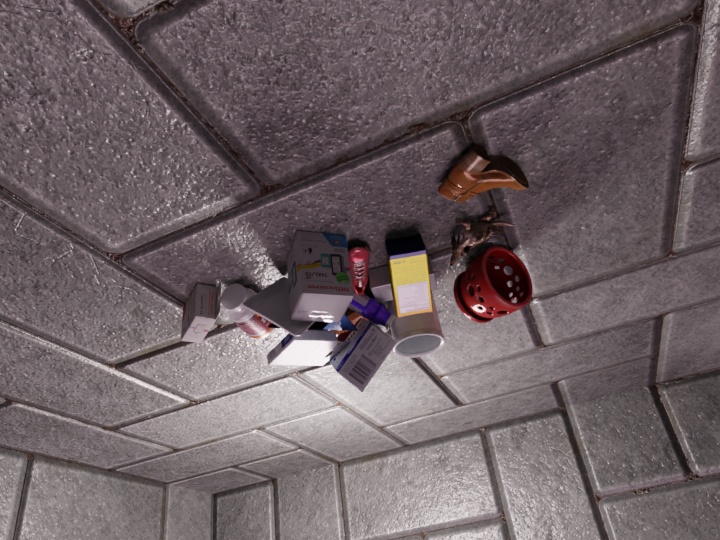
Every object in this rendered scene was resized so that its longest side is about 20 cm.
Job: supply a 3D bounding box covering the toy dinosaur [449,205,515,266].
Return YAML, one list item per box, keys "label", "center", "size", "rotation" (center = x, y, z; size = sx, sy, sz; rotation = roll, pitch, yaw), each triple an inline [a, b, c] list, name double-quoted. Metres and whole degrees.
- label: "toy dinosaur"
  center: [0.328, -0.103, 1.556]
  size: [0.198, 0.087, 0.136]
  rotation: [-23, 159, -8]

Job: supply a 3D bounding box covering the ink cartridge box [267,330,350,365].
- label: "ink cartridge box"
  center: [-0.164, 0.242, 1.720]
  size: [0.198, 0.044, 0.196]
  rotation: [6, 147, -33]

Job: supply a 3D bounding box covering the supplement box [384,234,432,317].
- label: "supplement box"
  center: [0.138, 0.016, 1.582]
  size: [0.107, 0.110, 0.203]
  rotation: [-9, 116, 1]

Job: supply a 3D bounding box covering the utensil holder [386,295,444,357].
- label: "utensil holder"
  center: [0.175, 0.156, 1.800]
  size: [0.167, 0.202, 0.171]
  rotation: [-5, 148, -3]

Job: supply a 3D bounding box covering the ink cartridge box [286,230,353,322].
- label: "ink cartridge box"
  center: [-0.115, 0.020, 1.520]
  size: [0.145, 0.202, 0.147]
  rotation: [4, 146, -20]

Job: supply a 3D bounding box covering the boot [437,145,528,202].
- label: "boot"
  center: [0.305, -0.217, 1.378]
  size: [0.198, 0.074, 0.155]
  rotation: [22, 137, -21]

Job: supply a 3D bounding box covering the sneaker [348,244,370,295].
- label: "sneaker"
  center: [0.000, 0.000, 1.624]
  size: [0.073, 0.088, 0.201]
  rotation: [-8, 147, -3]

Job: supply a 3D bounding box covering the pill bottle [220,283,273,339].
- label: "pill bottle"
  center: [-0.348, 0.125, 1.710]
  size: [0.111, 0.114, 0.200]
  rotation: [-15, 148, 11]

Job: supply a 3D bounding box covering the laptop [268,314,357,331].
- label: "laptop"
  center: [-0.139, 0.174, 1.662]
  size: [0.185, 0.200, 0.118]
  rotation: [-1, 112, 27]

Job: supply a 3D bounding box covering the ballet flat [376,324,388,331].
- label: "ballet flat"
  center: [0.072, 0.181, 1.877]
  size: [0.067, 0.069, 0.200]
  rotation: [18, 175, 18]

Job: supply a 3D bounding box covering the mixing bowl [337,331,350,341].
- label: "mixing bowl"
  center: [-0.024, 0.271, 1.967]
  size: [0.199, 0.202, 0.108]
  rotation: [-30, 122, 31]

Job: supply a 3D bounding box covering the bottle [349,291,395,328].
- label: "bottle"
  center: [0.013, 0.109, 1.720]
  size: [0.198, 0.066, 0.084]
  rotation: [31, 171, 7]

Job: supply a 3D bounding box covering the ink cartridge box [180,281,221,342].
- label: "ink cartridge box"
  center: [-0.483, 0.121, 1.669]
  size: [0.067, 0.118, 0.200]
  rotation: [13, 141, -29]

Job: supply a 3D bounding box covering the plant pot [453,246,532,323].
- label: "plant pot"
  center: [0.396, 0.052, 1.702]
  size: [0.198, 0.203, 0.182]
  rotation: [12, 149, -29]

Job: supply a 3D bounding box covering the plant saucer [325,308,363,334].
- label: "plant saucer"
  center: [-0.031, 0.155, 1.851]
  size: [0.198, 0.038, 0.201]
  rotation: [-25, 162, -8]

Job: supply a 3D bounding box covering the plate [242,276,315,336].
- label: "plate"
  center: [-0.202, 0.106, 1.578]
  size: [0.198, 0.200, 0.033]
  rotation: [25, 124, 20]

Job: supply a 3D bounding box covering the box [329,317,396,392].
- label: "box"
  center: [0.003, 0.259, 1.729]
  size: [0.105, 0.185, 0.200]
  rotation: [38, 173, -8]

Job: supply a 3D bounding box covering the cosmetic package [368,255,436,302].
- label: "cosmetic package"
  center: [0.131, 0.029, 1.713]
  size: [0.197, 0.072, 0.102]
  rotation: [-12, 148, 7]
